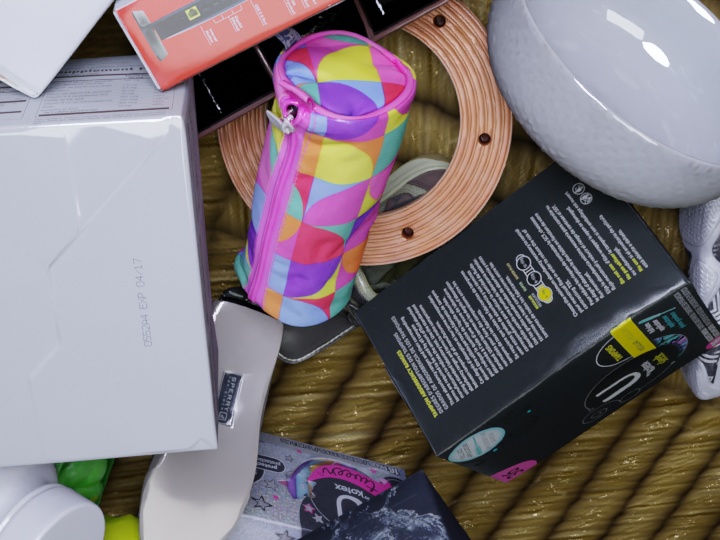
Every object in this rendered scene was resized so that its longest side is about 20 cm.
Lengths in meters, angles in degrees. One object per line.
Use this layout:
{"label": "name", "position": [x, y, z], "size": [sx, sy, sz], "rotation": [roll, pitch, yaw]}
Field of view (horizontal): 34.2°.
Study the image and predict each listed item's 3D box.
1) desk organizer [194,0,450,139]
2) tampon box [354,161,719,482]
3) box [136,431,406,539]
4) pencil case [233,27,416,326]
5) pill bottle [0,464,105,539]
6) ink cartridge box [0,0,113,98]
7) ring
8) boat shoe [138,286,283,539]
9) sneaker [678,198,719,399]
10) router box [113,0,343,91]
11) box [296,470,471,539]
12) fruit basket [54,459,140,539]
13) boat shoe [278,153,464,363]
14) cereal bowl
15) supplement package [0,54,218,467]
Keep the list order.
{"label": "desk organizer", "position": [-0.031, -0.158, 0.723], "size": [0.200, 0.077, 0.072], "rotation": [-27, 102, 14]}
{"label": "tampon box", "position": [0.129, 0.039, 0.829], "size": [0.200, 0.126, 0.150], "rotation": [-37, 151, 12]}
{"label": "box", "position": [-0.068, 0.216, 0.938], "size": [0.200, 0.115, 0.132], "rotation": [17, 116, -19]}
{"label": "pencil case", "position": [-0.028, -0.052, 0.709], "size": [0.088, 0.088, 0.200], "rotation": [2, 139, -11]}
{"label": "pill bottle", "position": [-0.265, 0.140, 0.744], "size": [0.200, 0.111, 0.111], "rotation": [24, 121, 21]}
{"label": "ink cartridge box", "position": [-0.158, -0.199, 0.629], "size": [0.083, 0.200, 0.145], "rotation": [35, 110, -24]}
{"label": "ring", "position": [0.002, -0.102, 0.785], "size": [0.200, 0.019, 0.201], "rotation": [2, 106, 8]}
{"label": "boat shoe", "position": [-0.109, 0.110, 0.842], "size": [0.075, 0.093, 0.200], "rotation": [21, 84, -13]}
{"label": "sneaker", "position": [0.306, 0.010, 0.902], "size": [0.115, 0.075, 0.200], "rotation": [-6, 118, -3]}
{"label": "router box", "position": [-0.043, -0.191, 0.653], "size": [0.179, 0.200, 0.049], "rotation": [-25, 118, 6]}
{"label": "box", "position": [0.006, 0.277, 0.803], "size": [0.197, 0.200, 0.117], "rotation": [-30, 119, 5]}
{"label": "fruit basket", "position": [-0.209, 0.194, 0.862], "size": [0.215, 0.156, 0.216], "rotation": [6, 112, 14]}
{"label": "boat shoe", "position": [0.001, 0.000, 0.851], "size": [0.201, 0.066, 0.072], "rotation": [-43, 117, 15]}
{"label": "cereal bowl", "position": [0.162, -0.115, 0.745], "size": [0.200, 0.200, 0.083], "rotation": [20, 135, -20]}
{"label": "supplement package", "position": [-0.164, -0.006, 0.648], "size": [0.156, 0.111, 0.200], "rotation": [-4, 118, -4]}
